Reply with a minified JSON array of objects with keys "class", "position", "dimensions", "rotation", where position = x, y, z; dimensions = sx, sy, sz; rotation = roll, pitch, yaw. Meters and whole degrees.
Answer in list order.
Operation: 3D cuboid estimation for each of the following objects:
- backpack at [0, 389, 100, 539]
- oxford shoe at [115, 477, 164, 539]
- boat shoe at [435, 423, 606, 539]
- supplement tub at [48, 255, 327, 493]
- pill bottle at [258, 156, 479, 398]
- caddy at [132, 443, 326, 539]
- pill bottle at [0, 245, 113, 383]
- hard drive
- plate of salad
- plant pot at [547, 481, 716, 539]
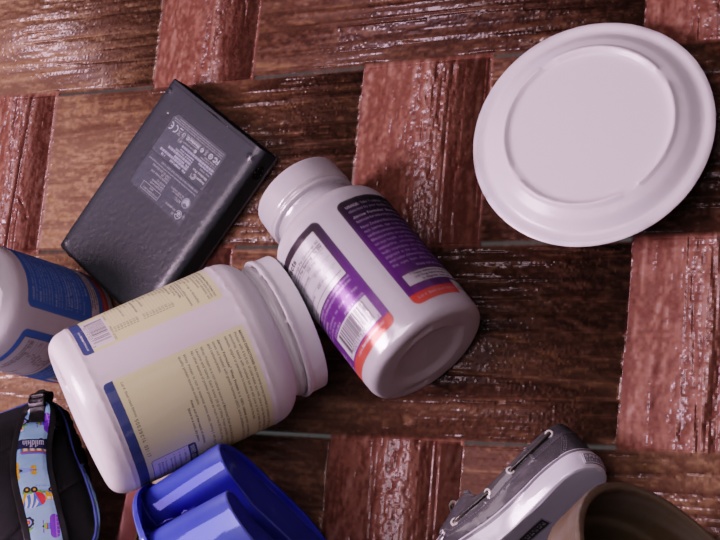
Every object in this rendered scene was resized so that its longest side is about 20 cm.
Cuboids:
[{"class":"backpack","position":[-0.313,0.227,1.254],"dimensions":[0.182,0.135,0.200],"rotation":[-17,45,-18]},{"class":"oxford shoe","position":[-0.159,0.168,1.289],"dimensions":[0.075,0.070,0.200],"rotation":[14,79,0]},{"class":"boat shoe","position":[0.102,0.196,1.134],"dimensions":[0.200,0.070,0.066],"rotation":[-45,44,14]},{"class":"supplement tub","position":[-0.142,0.082,1.201],"dimensions":[0.200,0.145,0.145],"rotation":[-24,63,-16]},{"class":"pill bottle","position":[0.000,0.000,1.206],"dimensions":[0.111,0.111,0.200],"rotation":[-45,61,11]},{"class":"caddy","position":[-0.101,0.238,1.159],"dimensions":[0.105,0.200,0.141],"rotation":[-37,28,8]},{"class":"pill bottle","position":[-0.327,0.036,1.321],"dimensions":[0.112,0.200,0.112],"rotation":[-7,74,26]},{"class":"hard drive","position":[-0.186,-0.064,1.367],"dimensions":[0.140,0.033,0.200],"rotation":[40,97,30]},{"class":"plate of salad","position":[0.189,-0.108,1.170],"dimensions":[0.200,0.048,0.200],"rotation":[-9,65,20]},{"class":"plant pot","position":[0.174,0.280,1.018],"dimensions":[0.174,0.200,0.200],"rotation":[-48,60,29]}]
